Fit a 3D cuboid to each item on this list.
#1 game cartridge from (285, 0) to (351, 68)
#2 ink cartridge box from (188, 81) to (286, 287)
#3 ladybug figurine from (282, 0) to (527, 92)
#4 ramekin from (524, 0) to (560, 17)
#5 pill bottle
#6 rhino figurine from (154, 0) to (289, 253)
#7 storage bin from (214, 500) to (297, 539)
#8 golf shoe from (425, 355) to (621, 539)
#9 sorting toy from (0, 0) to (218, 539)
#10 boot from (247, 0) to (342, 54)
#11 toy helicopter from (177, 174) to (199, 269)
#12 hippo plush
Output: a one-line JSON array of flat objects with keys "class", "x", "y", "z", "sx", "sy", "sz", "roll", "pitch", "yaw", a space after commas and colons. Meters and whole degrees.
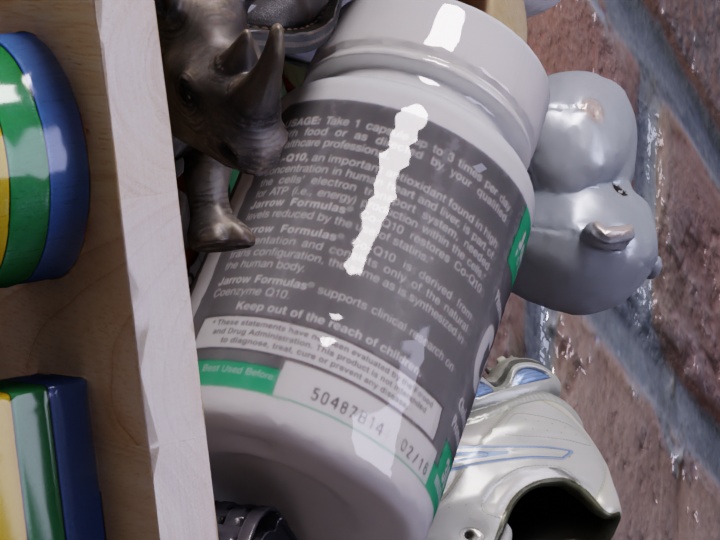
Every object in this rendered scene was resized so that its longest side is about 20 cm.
[{"class": "game cartridge", "x": -0.053, "y": -0.157, "z": 0.849, "sx": 0.200, "sy": 0.038, "sz": 0.130, "roll": 11, "pitch": 88, "yaw": -58}, {"class": "ink cartridge box", "x": -0.052, "y": 0.035, "z": 0.953, "sx": 0.200, "sy": 0.050, "sz": 0.161, "roll": 69, "pitch": 29, "yaw": -25}, {"class": "ladybug figurine", "x": 0.002, "y": -0.131, "z": 1.018, "sx": 0.072, "sy": 0.136, "sz": 0.200, "roll": 114, "pitch": -37, "yaw": -52}, {"class": "ramekin", "x": 0.050, "y": -0.220, "z": 1.160, "sx": 0.200, "sy": 0.105, "sz": 0.201, "roll": -6, "pitch": 90, "yaw": -65}, {"class": "pill bottle", "x": 0.000, "y": 0.000, "z": 0.813, "sx": 0.113, "sy": 0.113, "sz": 0.200, "roll": 55, "pitch": 47, "yaw": -46}, {"class": "rhino figurine", "x": -0.063, "y": -0.047, "z": 0.650, "sx": 0.060, "sy": 0.200, "sz": 0.088, "roll": -4, "pitch": 83, "yaw": -23}, {"class": "storage bin", "x": -0.080, "y": 0.188, "z": 0.756, "sx": 0.135, "sy": 0.094, "sz": 0.200, "roll": 66, "pitch": 34, "yaw": -58}, {"class": "golf shoe", "x": 0.016, "y": 0.105, "z": 0.893, "sx": 0.097, "sy": 0.200, "sz": 0.078, "roll": 50, "pitch": -27, "yaw": 38}, {"class": "sorting toy", "x": -0.127, "y": 0.014, "z": 0.645, "sx": 0.070, "sy": 0.200, "sz": 0.199, "roll": -10, "pitch": 96, "yaw": -32}, {"class": "boot", "x": -0.027, "y": -0.181, "z": 0.784, "sx": 0.200, "sy": 0.069, "sz": 0.174, "roll": -47, "pitch": 142, "yaw": -55}, {"class": "toy helicopter", "x": -0.112, "y": 0.001, "z": 0.793, "sx": 0.132, "sy": 0.079, "sz": 0.200, "roll": 12, "pitch": 89, "yaw": -45}, {"class": "hippo plush", "x": 0.059, "y": -0.025, "z": 1.067, "sx": 0.159, "sy": 0.161, "sz": 0.200, "roll": 16, "pitch": 69, "yaw": -63}]
